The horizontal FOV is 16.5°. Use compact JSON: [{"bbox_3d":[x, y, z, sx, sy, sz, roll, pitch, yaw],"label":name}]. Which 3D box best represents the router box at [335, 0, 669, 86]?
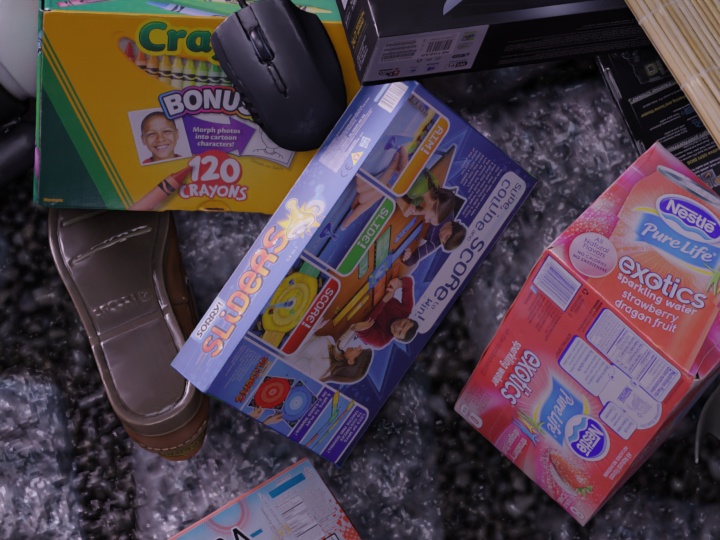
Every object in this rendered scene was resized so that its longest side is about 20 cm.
[{"bbox_3d":[0.078,-0.189,1.334,0.199,0.052,0.158,-8,66,-16],"label":"router box"}]

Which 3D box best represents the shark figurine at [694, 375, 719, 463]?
[{"bbox_3d":[0.262,0.018,1.349,0.214,0.090,0.128,-22,80,5],"label":"shark figurine"}]

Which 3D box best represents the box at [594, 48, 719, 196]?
[{"bbox_3d":[0.239,-0.108,1.343,0.200,0.044,0.160,-24,47,6],"label":"box"}]

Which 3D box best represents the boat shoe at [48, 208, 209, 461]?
[{"bbox_3d":[-0.130,0.016,1.419,0.072,0.068,0.201,-14,60,4],"label":"boat shoe"}]

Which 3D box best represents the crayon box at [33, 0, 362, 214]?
[{"bbox_3d":[-0.079,-0.097,1.375,0.199,0.058,0.119,1,118,-7],"label":"crayon box"}]

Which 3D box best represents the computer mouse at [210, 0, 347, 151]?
[{"bbox_3d":[-0.064,-0.143,1.300,0.059,0.034,0.200,-28,117,9],"label":"computer mouse"}]

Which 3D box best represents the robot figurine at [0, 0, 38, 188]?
[{"bbox_3d":[-0.257,-0.121,1.428,0.200,0.125,0.150,-31,125,6],"label":"robot figurine"}]

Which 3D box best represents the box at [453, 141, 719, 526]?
[{"bbox_3d":[0.135,0.038,1.301,0.103,0.200,0.095,42,63,11],"label":"box"}]

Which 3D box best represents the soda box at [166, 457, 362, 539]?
[{"bbox_3d":[-0.096,0.180,1.351,0.200,0.068,0.064,-28,79,-31],"label":"soda box"}]

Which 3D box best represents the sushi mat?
[{"bbox_3d":[0.186,-0.148,1.291,0.095,0.012,0.200,-28,75,-11],"label":"sushi mat"}]

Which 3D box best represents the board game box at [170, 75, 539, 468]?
[{"bbox_3d":[0.000,0.000,1.368,0.034,0.135,0.200,35,91,40],"label":"board game box"}]
